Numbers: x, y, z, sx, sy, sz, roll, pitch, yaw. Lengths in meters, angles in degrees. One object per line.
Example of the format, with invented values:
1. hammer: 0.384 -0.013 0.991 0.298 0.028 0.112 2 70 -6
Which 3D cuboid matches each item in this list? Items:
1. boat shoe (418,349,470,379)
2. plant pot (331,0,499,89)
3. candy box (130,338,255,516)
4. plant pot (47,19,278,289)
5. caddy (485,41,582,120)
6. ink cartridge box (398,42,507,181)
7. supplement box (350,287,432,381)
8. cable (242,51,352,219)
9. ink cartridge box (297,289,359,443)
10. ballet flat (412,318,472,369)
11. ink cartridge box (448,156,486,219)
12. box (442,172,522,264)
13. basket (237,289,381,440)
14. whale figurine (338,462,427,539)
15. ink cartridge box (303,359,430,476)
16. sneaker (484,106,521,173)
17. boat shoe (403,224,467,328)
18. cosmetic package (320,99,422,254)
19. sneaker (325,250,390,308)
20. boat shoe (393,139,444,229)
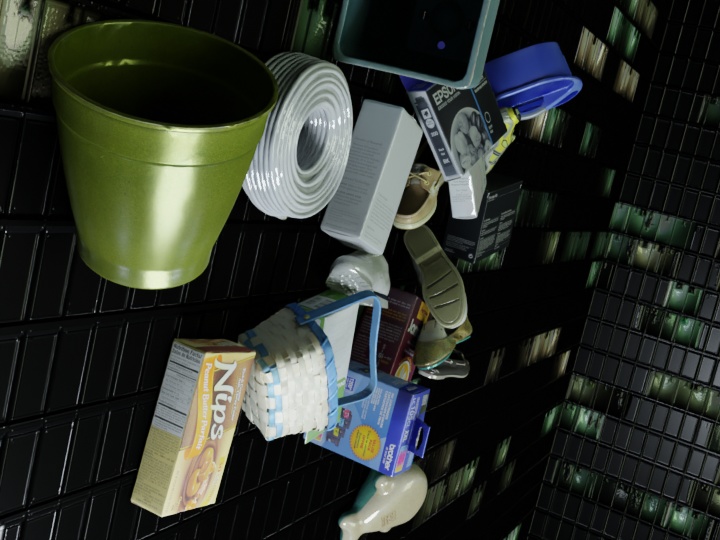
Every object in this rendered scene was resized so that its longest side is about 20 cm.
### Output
1. boat shoe: 0.182 0.184 2.014 0.199 0.066 0.058 0 111 -62
2. plant pot: 0.099 -0.355 1.341 0.200 0.193 0.199 -14 118 -72
3. candy box: -0.201 0.187 1.195 0.115 0.055 0.203 9 97 -66
4. plant pot: -0.190 -0.096 0.901 0.200 0.198 0.195 -38 151 -51
5. caddy: 0.300 -0.327 1.783 0.141 0.197 0.107 17 57 -67
6. ink cartridge box: 0.149 -0.272 1.560 0.198 0.043 0.202 -44 113 -48
7. supplement box: 0.043 0.137 1.656 0.110 0.085 0.203 36 73 -64
8. cable: -0.079 -0.164 1.211 0.199 0.068 0.203 18 89 -66
9. ink cartridge box: -0.064 0.140 1.458 0.103 0.059 0.203 -23 126 -59
10. ballet flat: 0.135 0.108 1.668 0.199 0.070 0.072 -27 130 -59
11. ink cartridge box: 0.176 -0.211 1.665 0.163 0.056 0.203 -62 150 -61
12. box: 0.242 -0.108 1.938 0.199 0.078 0.143 -22 128 -60
13. basket: -0.062 0.124 1.319 0.197 0.139 0.179 -13 124 -23
14. whale figurine: 0.030 0.426 1.838 0.198 0.104 0.161 -29 137 -24
15. ink cartridge box: 0.023 0.230 1.533 0.076 0.197 0.139 -2 108 -65
16. sneaker: 0.244 -0.231 1.794 0.200 0.075 0.076 107 -36 -72
17. boat shoe: 0.135 0.015 1.677 0.068 0.074 0.202 52 17 -58
18. cosmetic package: 0.018 -0.136 1.442 0.102 0.073 0.203 33 74 -66
19. sneaker: 0.000 0.000 1.505 0.200 0.075 0.082 45 57 -71
20. boat shoe: 0.097 -0.148 1.612 0.201 0.073 0.067 -65 153 -43
